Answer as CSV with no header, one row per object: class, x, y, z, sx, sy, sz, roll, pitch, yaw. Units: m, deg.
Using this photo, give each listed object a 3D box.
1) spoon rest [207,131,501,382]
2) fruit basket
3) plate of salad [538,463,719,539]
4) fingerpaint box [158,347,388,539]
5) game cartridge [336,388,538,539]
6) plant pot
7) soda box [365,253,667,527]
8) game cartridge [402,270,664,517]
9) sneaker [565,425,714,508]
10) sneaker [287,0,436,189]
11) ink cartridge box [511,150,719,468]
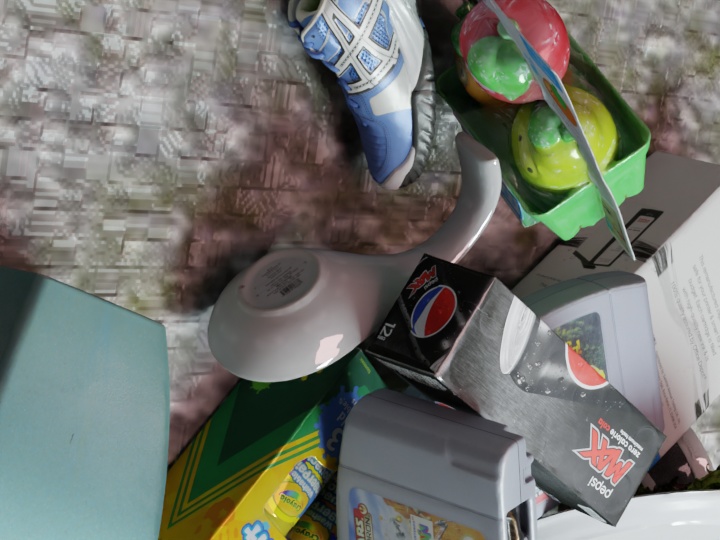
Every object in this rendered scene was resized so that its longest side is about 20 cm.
spoon rest,0.000,0.000,1.139,0.199,0.099,0.061,-35,131,-11
fruit basket,0.089,-0.112,1.143,0.094,0.186,0.200,-37,144,5
plate of salad,0.189,0.163,1.295,0.199,0.199,0.048,14,62,-44
fingerpaint box,-0.026,0.164,1.202,0.167,0.073,0.200,-50,130,-21
game cartridge,0.044,0.174,1.125,0.041,0.133,0.201,-27,119,-46
plant pot,-0.187,0.104,0.995,0.141,0.141,0.201,26,77,-44
soda box,0.096,0.072,1.145,0.200,0.063,0.071,40,77,-40
game cartridge,0.112,0.084,1.227,0.199,0.041,0.134,-28,116,-31
sneaker,0.204,0.192,1.444,0.111,0.073,0.201,-24,141,-6
sneaker,-0.002,-0.139,1.148,0.077,0.076,0.201,-16,118,-11
ink cartridge box,0.196,0.035,1.364,0.200,0.084,0.147,-42,127,-26
